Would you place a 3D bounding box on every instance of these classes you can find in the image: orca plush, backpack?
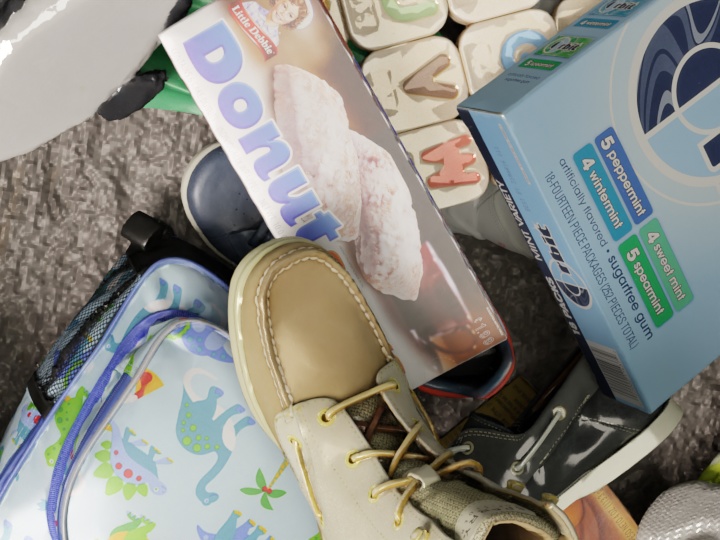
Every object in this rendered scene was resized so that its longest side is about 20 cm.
[{"bbox_3d":[-0.125,-0.140,0.739,0.105,0.071,0.200,11,124,-42],"label":"orca plush"},{"bbox_3d":[-0.089,0.108,0.801,0.183,0.147,0.200,35,93,-16],"label":"backpack"}]

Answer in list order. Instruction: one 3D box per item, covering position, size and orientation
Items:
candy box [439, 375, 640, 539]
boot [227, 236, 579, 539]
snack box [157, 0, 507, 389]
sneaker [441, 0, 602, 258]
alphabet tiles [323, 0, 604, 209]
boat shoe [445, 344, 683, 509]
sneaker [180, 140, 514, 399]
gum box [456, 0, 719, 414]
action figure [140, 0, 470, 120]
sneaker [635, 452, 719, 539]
[{"bbox_3d":[0.049,0.168,0.890,0.200,0.056,0.117,-39,106,0],"label":"candy box"},{"bbox_3d":[0.020,0.082,0.675,0.072,0.155,0.201,-25,103,-20],"label":"boot"},{"bbox_3d":[-0.011,-0.038,0.745,0.072,0.024,0.200,-29,102,7],"label":"snack box"},{"bbox_3d":[0.116,-0.095,0.821,0.099,0.078,0.201,27,106,18],"label":"sneaker"},{"bbox_3d":[0.038,-0.132,0.762,0.195,0.015,0.201,-15,96,-7],"label":"alphabet tiles"},{"bbox_3d":[0.065,0.105,0.820,0.200,0.072,0.068,-37,96,-6],"label":"boat shoe"},{"bbox_3d":[0.000,0.000,0.829,0.200,0.085,0.075,31,94,-15],"label":"sneaker"},{"bbox_3d":[0.166,-0.060,0.775,0.200,0.045,0.170,-36,114,-16],"label":"gum box"},{"bbox_3d":[-0.029,-0.106,0.795,0.199,0.055,0.119,20,100,3],"label":"action figure"},{"bbox_3d":[0.222,0.139,0.884,0.200,0.076,0.105,-50,119,-23],"label":"sneaker"}]
